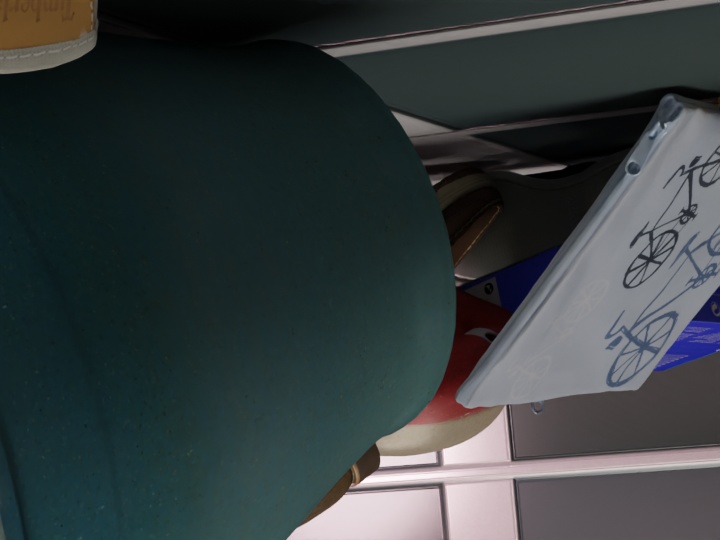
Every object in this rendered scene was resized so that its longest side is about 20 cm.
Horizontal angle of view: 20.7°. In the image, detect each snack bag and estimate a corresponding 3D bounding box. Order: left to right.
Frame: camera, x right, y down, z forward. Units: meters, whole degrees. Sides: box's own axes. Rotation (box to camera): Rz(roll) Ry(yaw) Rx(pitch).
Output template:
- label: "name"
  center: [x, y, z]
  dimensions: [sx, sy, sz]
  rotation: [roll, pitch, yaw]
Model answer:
- label: "snack bag"
  center: [0.138, -0.006, 0.962]
  dimensions: [0.200, 0.021, 0.189]
  rotation: [-2, 132, -56]

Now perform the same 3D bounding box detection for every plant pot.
- label: "plant pot"
  center: [-0.080, 0.015, 0.583]
  dimensions: [0.187, 0.201, 0.200]
  rotation: [-22, -172, -36]

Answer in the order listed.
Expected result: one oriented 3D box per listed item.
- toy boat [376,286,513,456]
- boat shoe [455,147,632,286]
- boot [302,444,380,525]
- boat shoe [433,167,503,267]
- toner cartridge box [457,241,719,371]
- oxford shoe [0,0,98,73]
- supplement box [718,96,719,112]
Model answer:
- label: "toy boat"
  center: [0.000, 0.000, 1.017]
  dimensions: [0.200, 0.131, 0.130]
  rotation: [35, -144, 23]
- label: "boat shoe"
  center: [0.124, -0.026, 1.139]
  dimensions: [0.199, 0.076, 0.060]
  rotation: [-7, 171, 42]
- label: "boot"
  center: [-0.081, 0.039, 0.942]
  dimensions: [0.075, 0.200, 0.074]
  rotation: [-38, 172, -19]
- label: "boat shoe"
  center: [0.018, 0.033, 1.133]
  dimensions: [0.202, 0.075, 0.075]
  rotation: [-46, 165, 10]
- label: "toner cartridge box"
  center: [0.149, 0.023, 1.122]
  dimensions: [0.095, 0.043, 0.199]
  rotation: [-22, 162, 40]
- label: "oxford shoe"
  center: [-0.105, -0.050, 0.386]
  dimensions: [0.075, 0.058, 0.200]
  rotation: [-6, 180, -31]
- label: "supplement box"
  center: [0.272, -0.034, 0.880]
  dimensions: [0.199, 0.110, 0.109]
  rotation: [-3, 176, -33]
